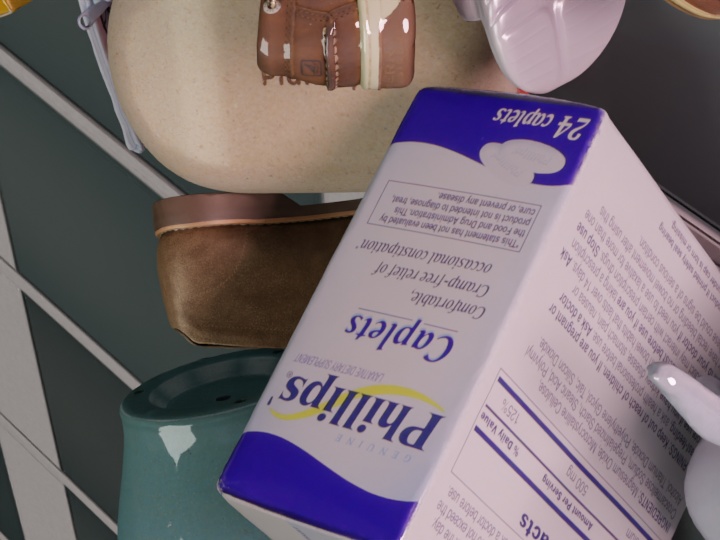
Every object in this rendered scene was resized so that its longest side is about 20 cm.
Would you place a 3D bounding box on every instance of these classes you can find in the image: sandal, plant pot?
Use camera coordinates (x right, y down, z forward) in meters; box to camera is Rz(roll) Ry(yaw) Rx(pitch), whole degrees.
[{"bbox_3d":[0.050,-0.175,0.802,0.059,0.079,0.208,8,120,57],"label":"sandal"},{"bbox_3d":[-0.071,0.157,1.277,0.200,0.199,0.189,7,113,55],"label":"plant pot"}]

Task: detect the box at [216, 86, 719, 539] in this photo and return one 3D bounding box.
[{"bbox_3d":[0.062,0.057,0.840,0.105,0.201,0.184,12,157,40],"label":"box"}]

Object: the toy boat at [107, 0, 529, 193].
[{"bbox_3d":[-0.016,-0.113,0.930,0.199,0.131,0.131,1,113,11],"label":"toy boat"}]

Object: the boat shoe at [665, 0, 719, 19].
[{"bbox_3d":[0.105,-0.182,0.698,0.067,0.072,0.201,0,120,60],"label":"boat shoe"}]

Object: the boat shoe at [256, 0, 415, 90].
[{"bbox_3d":[-0.023,-0.162,0.818,0.075,0.074,0.203,87,177,-52],"label":"boat shoe"}]

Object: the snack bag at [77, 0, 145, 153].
[{"bbox_3d":[-0.125,-0.184,1.004,0.189,0.021,0.201,-88,-13,-53],"label":"snack bag"}]

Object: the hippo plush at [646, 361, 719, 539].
[{"bbox_3d":[0.199,0.102,0.775,0.161,0.199,0.160,132,122,-71],"label":"hippo plush"}]

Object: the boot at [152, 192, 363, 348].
[{"bbox_3d":[0.000,0.000,0.960,0.074,0.199,0.076,135,131,-78],"label":"boot"}]

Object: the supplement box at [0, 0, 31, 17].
[{"bbox_3d":[-0.224,-0.252,1.110,0.109,0.109,0.201,1,124,58],"label":"supplement box"}]
